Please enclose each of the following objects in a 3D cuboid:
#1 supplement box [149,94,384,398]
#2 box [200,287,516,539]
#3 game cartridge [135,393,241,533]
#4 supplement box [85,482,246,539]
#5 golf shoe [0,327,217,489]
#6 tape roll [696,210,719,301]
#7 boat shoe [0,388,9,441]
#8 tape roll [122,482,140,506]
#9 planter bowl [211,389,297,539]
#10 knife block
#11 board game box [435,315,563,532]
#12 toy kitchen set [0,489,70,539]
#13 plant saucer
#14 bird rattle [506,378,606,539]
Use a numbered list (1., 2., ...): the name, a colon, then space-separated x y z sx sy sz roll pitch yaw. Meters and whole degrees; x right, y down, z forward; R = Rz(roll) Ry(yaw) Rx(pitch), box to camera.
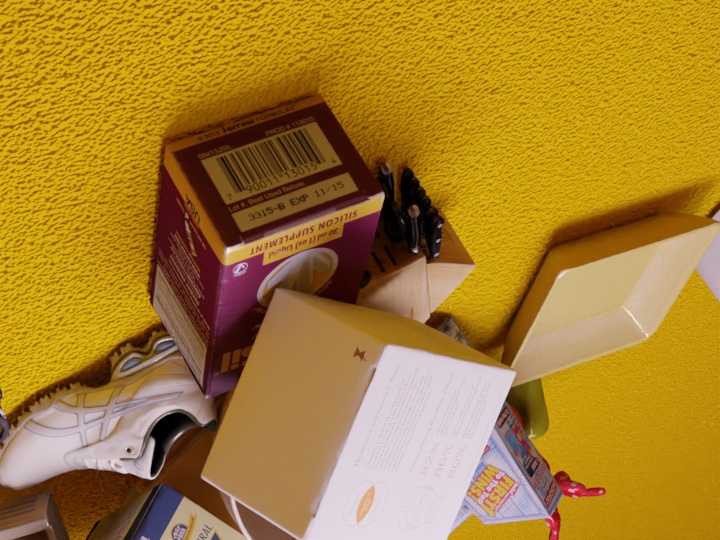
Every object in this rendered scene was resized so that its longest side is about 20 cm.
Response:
1. supplement box: -0.074 -0.015 1.293 0.130 0.104 0.201 -21 152 -22
2. box: 0.003 0.112 1.294 0.200 0.106 0.153 17 98 -57
3. game cartridge: -0.079 0.190 1.568 0.176 0.032 0.200 -44 126 -8
4. supplement box: -0.150 0.304 1.489 0.135 0.199 0.200 -61 -168 -27
5. golf shoe: -0.206 0.135 1.415 0.199 0.098 0.078 -33 155 7
6. tape roll: 0.446 -0.036 1.813 0.201 0.071 0.203 -25 152 -14
7. boat shoe: -0.332 0.093 1.252 0.074 0.061 0.200 -40 152 19
8. tape roll: -0.125 0.221 1.670 0.201 0.071 0.203 -25 153 -14
9. planter bowl: -0.042 0.140 1.462 0.199 0.135 0.202 -6 103 -26
10. knife block: 0.000 0.000 1.437 0.175 0.064 0.200 3 138 -47
11. board game box: 0.085 0.184 1.680 0.200 0.200 0.062 -46 177 27
12. toy kitchen set: -0.335 0.238 1.357 0.179 0.200 0.164 -16 112 2
13. plant saucer: 0.233 0.020 1.728 0.199 0.049 0.201 -16 149 -27
14. bird rattle: 0.145 0.181 1.767 0.113 0.201 0.163 -41 128 19
